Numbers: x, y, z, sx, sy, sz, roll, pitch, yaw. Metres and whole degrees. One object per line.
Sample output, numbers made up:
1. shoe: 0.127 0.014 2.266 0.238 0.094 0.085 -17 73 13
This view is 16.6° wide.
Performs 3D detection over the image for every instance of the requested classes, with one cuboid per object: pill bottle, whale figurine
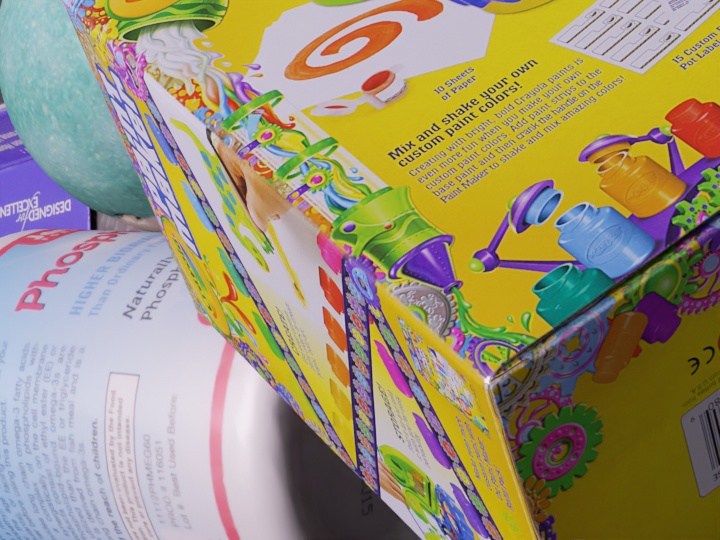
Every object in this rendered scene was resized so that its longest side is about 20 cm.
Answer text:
1. pill bottle: -0.072 0.042 0.782 0.199 0.109 0.109 3 84 37
2. whale figurine: -0.057 -0.116 0.849 0.159 0.104 0.201 4 72 52

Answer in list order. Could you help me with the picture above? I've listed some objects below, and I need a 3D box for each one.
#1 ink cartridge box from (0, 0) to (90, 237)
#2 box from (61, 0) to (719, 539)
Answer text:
1. ink cartridge box: -0.184 -0.088 1.032 0.198 0.043 0.201 -14 73 44
2. box: 0.067 -0.038 0.619 0.200 0.122 0.193 -34 45 -14
